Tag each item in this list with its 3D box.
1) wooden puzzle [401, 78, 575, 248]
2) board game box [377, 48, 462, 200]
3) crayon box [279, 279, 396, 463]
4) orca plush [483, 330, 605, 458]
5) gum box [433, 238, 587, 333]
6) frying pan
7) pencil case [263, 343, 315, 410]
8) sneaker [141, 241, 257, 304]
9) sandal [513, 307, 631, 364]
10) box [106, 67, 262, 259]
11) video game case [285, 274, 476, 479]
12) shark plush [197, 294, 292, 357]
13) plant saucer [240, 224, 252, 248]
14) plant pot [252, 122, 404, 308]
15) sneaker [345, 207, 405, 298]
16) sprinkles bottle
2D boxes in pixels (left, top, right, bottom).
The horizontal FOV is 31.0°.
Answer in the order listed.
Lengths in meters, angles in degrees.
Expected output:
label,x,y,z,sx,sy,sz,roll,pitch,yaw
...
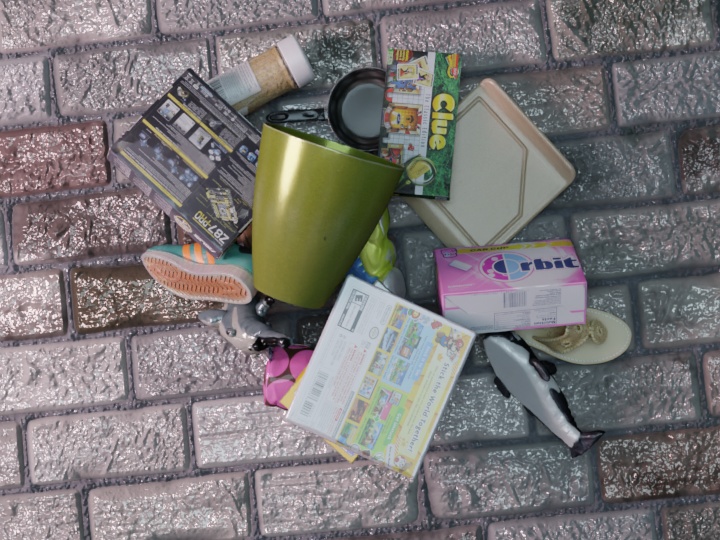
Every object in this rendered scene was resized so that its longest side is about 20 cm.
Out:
label,x,y,z,sx,sy,sz,roll,pitch,yaw
wooden puzzle,0.164,-0.130,1.769,0.200,0.037,0.185,-43,85,4
board game box,0.078,-0.197,1.745,0.103,0.023,0.203,5,79,2
crayon box,0.006,0.130,1.669,0.125,0.052,0.200,39,86,3
orca plush,0.250,0.147,1.724,0.200,0.106,0.071,41,56,14
gum box,0.200,0.020,1.701,0.197,0.114,0.067,-5,122,0
frying pan,-0.022,-0.203,1.782,0.189,0.031,0.116,-27,83,4
pencil case,-0.031,0.151,1.736,0.198,0.091,0.095,12,59,2
sneaker,-0.204,-0.009,1.749,0.198,0.072,0.080,11,46,32
sandal,0.261,0.077,1.728,0.209,0.070,0.079,13,87,4
box,-0.205,-0.140,1.697,0.200,0.049,0.162,41,68,-3
video game case,0.026,0.133,1.632,0.180,0.023,0.202,24,85,2
shark plush,-0.145,0.061,1.696,0.091,0.200,0.084,36,85,-18
plant saucer,-0.079,-0.086,1.747,0.198,0.029,0.203,-5,75,19
plant pot,-0.061,-0.061,1.636,0.185,0.187,0.202,18,98,4
sneaker,0.000,0.000,1.755,0.104,0.076,0.202,-11,78,15
sprinkles bottle,-0.162,-0.247,1.776,0.198,0.068,0.069,-27,85,1
